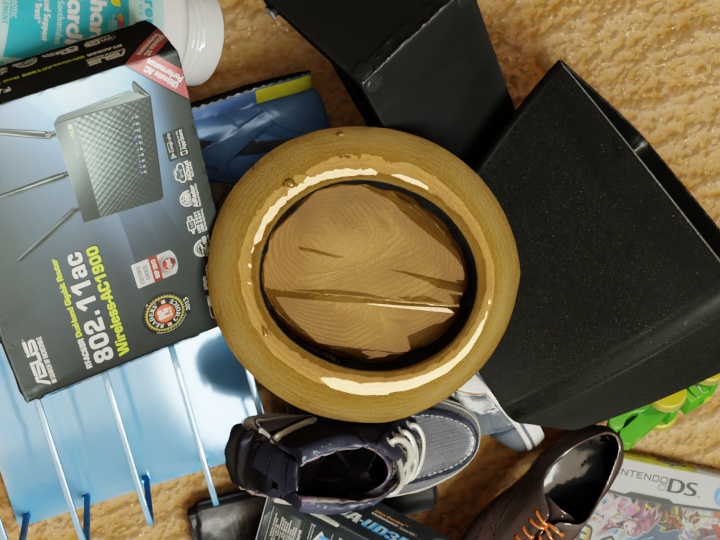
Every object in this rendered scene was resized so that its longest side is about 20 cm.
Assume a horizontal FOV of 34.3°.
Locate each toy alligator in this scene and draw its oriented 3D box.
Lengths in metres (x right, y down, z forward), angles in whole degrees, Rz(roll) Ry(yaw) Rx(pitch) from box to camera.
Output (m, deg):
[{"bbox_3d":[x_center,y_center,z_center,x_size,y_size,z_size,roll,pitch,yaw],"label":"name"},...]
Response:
[{"bbox_3d":[0.233,0.103,0.949,0.199,0.059,0.054,-30,64,-10],"label":"toy alligator"}]

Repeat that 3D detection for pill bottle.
[{"bbox_3d":[-0.189,-0.162,0.756,0.199,0.111,0.111,-3,102,-42],"label":"pill bottle"}]

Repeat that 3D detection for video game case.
[{"bbox_3d":[0.223,0.253,0.989,0.180,0.025,0.201,13,97,-15],"label":"video game case"}]

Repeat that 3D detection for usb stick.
[{"bbox_3d":[-0.034,0.184,0.916,0.199,0.033,0.056,-12,109,-11],"label":"usb stick"}]

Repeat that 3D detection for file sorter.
[{"bbox_3d":[-0.167,0.107,0.826,0.199,0.123,0.139,-16,103,-10],"label":"file sorter"}]

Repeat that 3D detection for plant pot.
[{"bbox_3d":[0.160,0.005,0.826,0.177,0.199,0.200,-40,65,17],"label":"plant pot"}]

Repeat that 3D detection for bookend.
[{"bbox_3d":[0.003,-0.163,0.820,0.092,0.199,0.200,-42,61,-3],"label":"bookend"}]

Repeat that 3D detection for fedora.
[{"bbox_3d":[0.000,0.000,0.762,0.200,0.082,0.202,-1,97,-7],"label":"fedora"}]

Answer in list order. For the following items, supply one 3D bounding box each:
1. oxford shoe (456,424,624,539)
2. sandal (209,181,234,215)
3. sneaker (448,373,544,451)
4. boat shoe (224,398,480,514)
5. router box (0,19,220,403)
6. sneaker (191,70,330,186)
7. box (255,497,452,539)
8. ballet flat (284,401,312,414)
[{"bbox_3d":[0.123,0.192,0.866,0.071,0.073,0.200,37,80,7],"label":"oxford shoe"},{"bbox_3d":[-0.169,-0.013,0.836,0.199,0.055,0.082,-21,94,0],"label":"sandal"},{"bbox_3d":[0.052,0.079,0.894,0.079,0.078,0.200,-44,98,-5],"label":"sneaker"},{"bbox_3d":[0.017,0.128,0.782,0.199,0.093,0.075,-4,97,-31],"label":"boat shoe"},{"bbox_3d":[-0.169,-0.035,0.716,0.149,0.062,0.201,-22,125,-17],"label":"router box"},{"bbox_3d":[-0.117,-0.082,0.834,0.199,0.066,0.079,-16,106,-10],"label":"sneaker"},{"bbox_3d":[-0.012,0.261,0.858,0.158,0.046,0.201,24,118,16],"label":"box"},{"bbox_3d":[-0.061,0.068,0.874,0.057,0.066,0.201,-11,95,-11],"label":"ballet flat"}]
